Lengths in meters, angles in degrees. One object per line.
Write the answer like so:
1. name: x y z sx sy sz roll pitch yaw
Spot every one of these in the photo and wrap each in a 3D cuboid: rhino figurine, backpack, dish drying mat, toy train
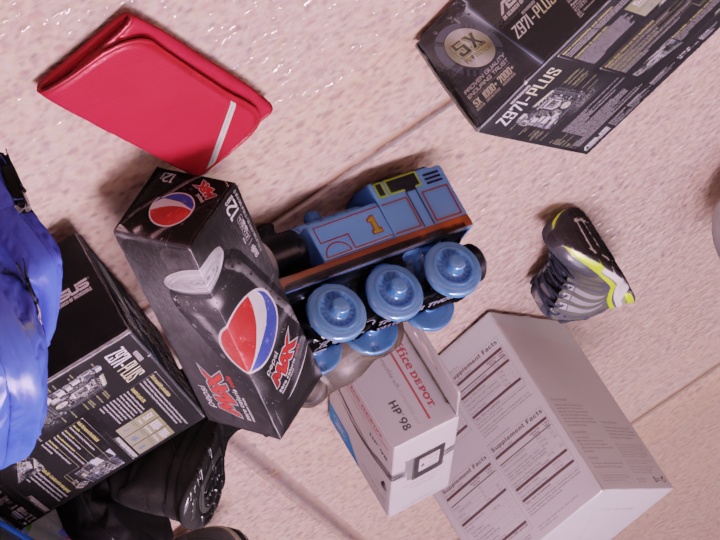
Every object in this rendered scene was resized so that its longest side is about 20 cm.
1. rhino figurine: -0.046 0.083 1.862 0.200 0.060 0.087 -36 168 14
2. backpack: -0.251 0.024 1.294 0.167 0.200 0.163 -24 155 -20
3. dish drying mat: -0.124 -0.108 1.433 0.077 0.018 0.200 -37 157 12
4. backpack: -0.252 0.210 1.753 0.200 0.167 0.126 -40 137 24
5. toy train: 0.000 0.000 1.686 0.199 0.115 0.087 -20 161 -29

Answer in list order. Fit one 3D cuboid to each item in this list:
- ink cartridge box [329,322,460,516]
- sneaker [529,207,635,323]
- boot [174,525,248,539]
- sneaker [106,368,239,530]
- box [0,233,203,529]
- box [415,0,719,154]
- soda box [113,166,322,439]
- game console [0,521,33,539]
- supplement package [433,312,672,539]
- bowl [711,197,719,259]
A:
1. ink cartridge box: 0.027 0.116 1.954 0.066 0.116 0.200 -26 156 -14
2. sneaker: 0.189 0.007 2.008 0.081 0.074 0.200 -32 156 6
3. boot: -0.134 0.294 2.157 0.153 0.074 0.204 -10 152 -49
4. sneaker: -0.132 0.105 1.716 0.200 0.090 0.076 -66 158 -46
5. box: -0.220 0.082 1.576 0.163 0.086 0.200 -31 157 0
6. box: 0.165 -0.183 1.574 0.200 0.086 0.163 -44 155 24
7. soda box: -0.095 0.025 1.549 0.063 0.070 0.201 -56 142 -30
8. game console: -0.260 0.261 1.595 0.200 0.119 0.170 37 155 -34
9. supplement package: 0.154 0.166 2.107 0.151 0.201 0.151 -42 155 22
10. bowl: 0.397 -0.073 2.093 0.200 0.091 0.201 -28 157 -13
